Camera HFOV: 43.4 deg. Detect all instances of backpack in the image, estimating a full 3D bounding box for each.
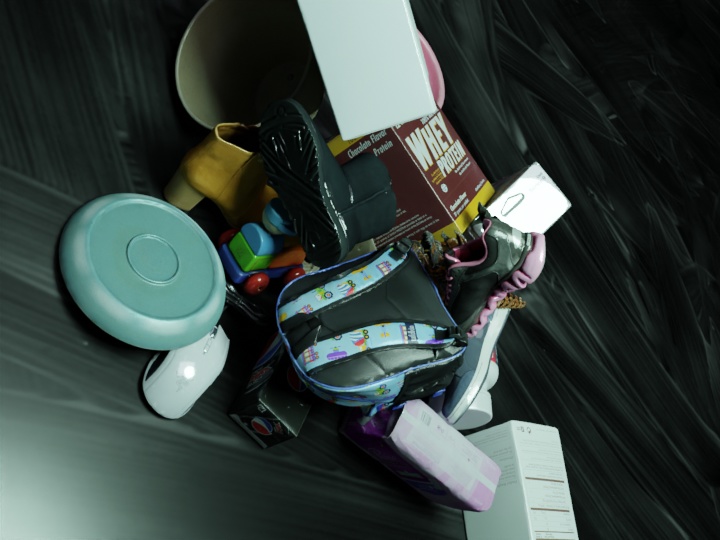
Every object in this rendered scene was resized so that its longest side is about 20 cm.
[{"bbox_3d":[0.001,0.080,1.061,0.197,0.135,0.184,-17,58,-22],"label":"backpack"}]

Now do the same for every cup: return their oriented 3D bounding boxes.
[{"bbox_3d":[-0.124,-0.254,1.195,0.143,0.197,0.204,29,45,-66],"label":"cup"}]

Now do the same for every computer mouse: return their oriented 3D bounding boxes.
[{"bbox_3d":[-0.178,0.085,1.040,0.110,0.044,0.201,47,42,-20],"label":"computer mouse"}]

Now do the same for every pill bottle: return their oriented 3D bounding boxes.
[{"bbox_3d":[0.139,0.119,1.310,0.119,0.119,0.203,22,54,-38],"label":"pill bottle"}]

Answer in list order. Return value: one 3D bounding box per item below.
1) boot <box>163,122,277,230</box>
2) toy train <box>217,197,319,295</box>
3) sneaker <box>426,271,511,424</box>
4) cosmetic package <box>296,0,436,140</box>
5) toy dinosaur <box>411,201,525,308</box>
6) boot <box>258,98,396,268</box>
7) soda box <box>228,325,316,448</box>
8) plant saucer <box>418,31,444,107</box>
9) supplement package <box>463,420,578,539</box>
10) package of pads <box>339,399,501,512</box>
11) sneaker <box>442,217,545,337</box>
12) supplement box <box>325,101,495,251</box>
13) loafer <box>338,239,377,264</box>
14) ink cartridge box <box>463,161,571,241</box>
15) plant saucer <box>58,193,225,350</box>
[{"bbox_3d":[-0.130,-0.115,1.119,0.199,0.143,0.072,8,57,-45],"label":"boot"},{"bbox_3d":[-0.077,-0.042,1.152,0.199,0.116,0.085,-9,60,-52],"label":"toy train"},{"bbox_3d":[0.105,0.093,1.201,0.144,0.077,0.204,27,53,-2],"label":"sneaker"},{"bbox_3d":[0.005,-0.290,1.085,0.201,0.121,0.202,-89,162,-67],"label":"cosmetic package"},{"bbox_3d":[0.146,-0.005,1.169,0.102,0.136,0.199,45,11,33],"label":"toy dinosaur"},{"bbox_3d":[-0.033,-0.118,1.088,0.168,0.075,0.203,-38,110,-58],"label":"boot"},{"bbox_3d":[-0.083,0.115,1.112,0.071,0.063,0.201,46,41,-19],"label":"soda box"},{"bbox_3d":[0.061,-0.341,1.530,0.199,0.050,0.204,25,53,-38],"label":"plant saucer"},{"bbox_3d":[0.223,0.331,1.289,0.116,0.116,0.203,16,59,-42],"label":"supplement package"},{"bbox_3d":[0.080,0.234,1.177,0.200,0.120,0.076,42,62,-25],"label":"package of pads"},{"bbox_3d":[0.128,0.008,1.065,0.094,0.200,0.080,24,43,-17],"label":"sneaker"},{"bbox_3d":[0.043,-0.126,1.277,0.201,0.196,0.133,54,41,-9],"label":"supplement box"},{"bbox_3d":[0.000,0.000,1.242,0.068,0.074,0.204,-109,-174,-77],"label":"loafer"},{"bbox_3d":[0.199,-0.066,1.330,0.146,0.200,0.084,-43,94,-11],"label":"ink cartridge box"},{"bbox_3d":[-0.234,-0.008,1.010,0.198,0.027,0.203,23,46,-26],"label":"plant saucer"}]
